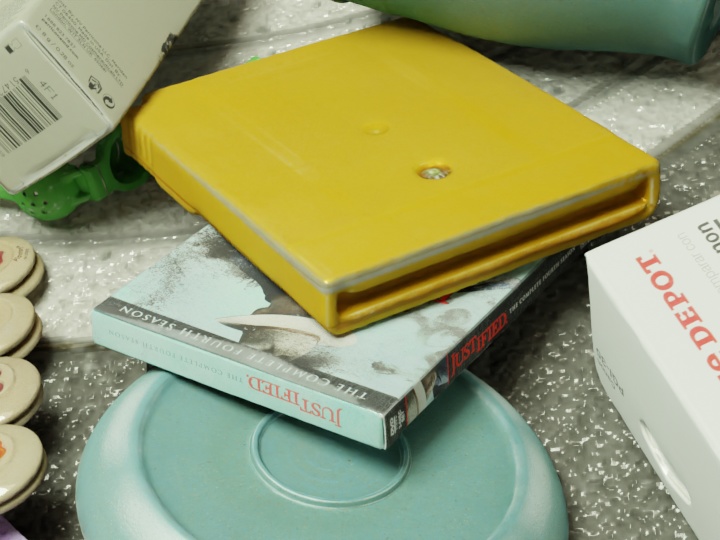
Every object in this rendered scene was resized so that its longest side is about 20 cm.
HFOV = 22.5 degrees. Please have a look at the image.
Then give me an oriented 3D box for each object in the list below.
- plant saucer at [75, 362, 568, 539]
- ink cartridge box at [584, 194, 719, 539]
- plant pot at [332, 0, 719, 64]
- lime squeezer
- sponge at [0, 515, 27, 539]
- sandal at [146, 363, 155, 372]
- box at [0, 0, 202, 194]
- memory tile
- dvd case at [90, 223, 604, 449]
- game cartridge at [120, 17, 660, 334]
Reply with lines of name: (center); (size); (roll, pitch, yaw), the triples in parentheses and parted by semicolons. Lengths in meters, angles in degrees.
plant saucer: (-0.013, 0.080, 0.729); (0.200, 0.027, 0.200); (5, 35, -4)
ink cartridge box: (0.210, 0.027, 0.728); (0.200, 0.083, 0.147); (-23, 49, -6)
plant pot: (0.102, -0.193, 0.881); (0.188, 0.200, 0.200); (23, 58, 11)
lime squeezer: (-0.137, -0.057, 0.926); (0.200, 0.038, 0.071); (-20, 18, -2)
sponge: (-0.169, 0.160, 0.747); (0.112, 0.030, 0.200); (-40, 53, -20)
sandal: (-0.068, 0.073, 0.790); (0.075, 0.045, 0.200); (5, 36, -3)
box: (-0.133, -0.130, 0.907); (0.082, 0.068, 0.200); (-27, 23, 34)
memory tile: (-0.218, 0.057, 0.825); (0.153, 0.017, 0.200); (-17, 36, 1)
dvd case: (0.000, 0.000, 0.798); (0.146, 0.022, 0.200); (18, 37, 27)
game cartridge: (0.007, -0.052, 0.833); (0.176, 0.032, 0.200); (-20, 35, -25)
